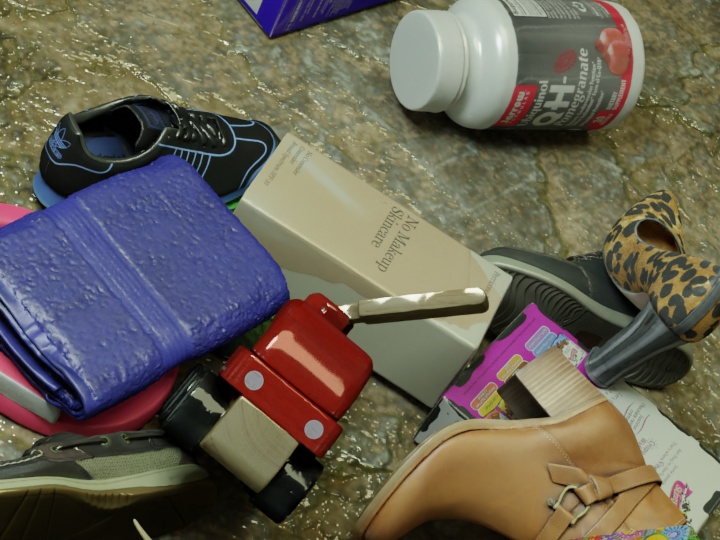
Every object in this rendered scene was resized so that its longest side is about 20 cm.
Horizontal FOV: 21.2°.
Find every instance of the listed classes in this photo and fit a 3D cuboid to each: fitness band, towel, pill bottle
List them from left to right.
[{"bbox_3d":[-0.216,0.034,1.298,0.200,0.037,0.144,35,42,1],"label":"fitness band"},{"bbox_3d":[-0.158,0.011,1.290,0.200,0.050,0.148,-29,71,-40],"label":"towel"},{"bbox_3d":[0.129,-0.173,1.604,0.199,0.111,0.111,-2,54,-29],"label":"pill bottle"}]

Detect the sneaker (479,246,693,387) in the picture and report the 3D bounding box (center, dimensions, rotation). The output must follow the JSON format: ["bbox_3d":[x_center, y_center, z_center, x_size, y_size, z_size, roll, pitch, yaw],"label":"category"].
[{"bbox_3d":[0.166,0.013,1.500,0.199,0.075,0.107,24,41,-22],"label":"sneaker"}]

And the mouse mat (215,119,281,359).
[{"bbox_3d":[-0.087,-0.028,1.439,0.160,0.008,0.200,-17,63,-37],"label":"mouse mat"}]

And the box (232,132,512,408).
[{"bbox_3d":[0.000,0.000,1.402,0.199,0.078,0.095,32,43,-2],"label":"box"}]

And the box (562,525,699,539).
[{"bbox_3d":[0.161,0.296,1.154,0.193,0.121,0.200,58,37,-28],"label":"box"}]

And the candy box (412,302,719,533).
[{"bbox_3d":[0.156,0.136,1.390,0.200,0.061,0.136,40,46,9],"label":"candy box"}]

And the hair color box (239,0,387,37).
[{"bbox_3d":[-0.027,-0.277,1.644,0.199,0.065,0.109,-23,66,-38],"label":"hair color box"}]

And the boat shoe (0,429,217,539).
[{"bbox_3d":[-0.186,0.136,1.204,0.199,0.073,0.065,3,41,-42],"label":"boat shoe"}]

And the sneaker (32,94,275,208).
[{"bbox_3d":[-0.140,-0.090,1.403,0.199,0.078,0.070,-14,60,-35],"label":"sneaker"}]

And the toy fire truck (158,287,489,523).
[{"bbox_3d":[-0.018,0.058,1.235,0.129,0.176,0.200,39,85,-5],"label":"toy fire truck"}]

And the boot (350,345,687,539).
[{"bbox_3d":[0.107,0.164,1.287,0.200,0.077,0.156,-34,81,-22],"label":"boot"}]

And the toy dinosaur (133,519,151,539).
[{"bbox_3d":[-0.054,0.212,1.230,0.199,0.058,0.101,8,34,-33],"label":"toy dinosaur"}]

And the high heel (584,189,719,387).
[{"bbox_3d":[0.239,-0.013,1.410,0.071,0.142,0.201,36,47,-14],"label":"high heel"}]
